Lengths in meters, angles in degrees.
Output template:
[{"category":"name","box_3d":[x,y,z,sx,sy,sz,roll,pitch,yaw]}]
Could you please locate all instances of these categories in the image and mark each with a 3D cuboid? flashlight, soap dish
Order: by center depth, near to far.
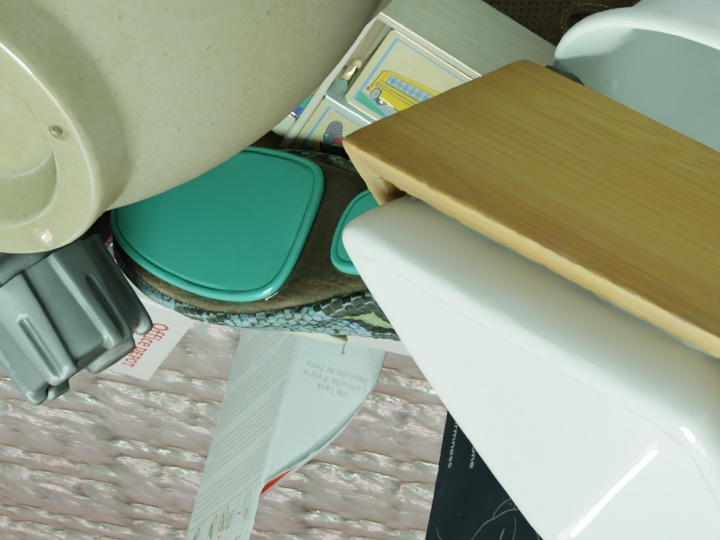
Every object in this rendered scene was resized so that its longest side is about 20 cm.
[{"category":"soap dish","box_3d":[0.095,0.037,0.762,0.157,0.081,0.200,30,162,40]},{"category":"flashlight","box_3d":[-0.148,-0.049,0.906,0.200,0.068,0.068,56,152,4]}]

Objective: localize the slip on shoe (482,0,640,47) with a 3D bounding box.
[{"category":"slip on shoe","box_3d":[0.060,-0.077,0.890,0.076,0.061,0.200,-16,148,42]}]

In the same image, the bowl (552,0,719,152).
[{"category":"bowl","box_3d":[0.158,-0.030,0.744,0.201,0.090,0.201,39,166,12]}]

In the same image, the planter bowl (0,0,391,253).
[{"category":"planter bowl","box_3d":[-0.097,-0.092,0.753,0.200,0.135,0.201,21,147,14]}]

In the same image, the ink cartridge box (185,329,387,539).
[{"category":"ink cartridge box","box_3d":[-0.035,0.087,1.225,0.050,0.201,0.162,15,162,-11]}]

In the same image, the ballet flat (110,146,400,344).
[{"category":"ballet flat","box_3d":[0.000,0.000,0.892,0.200,0.075,0.074,7,163,43]}]

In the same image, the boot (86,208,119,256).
[{"category":"boot","box_3d":[-0.163,-0.070,1.009,0.200,0.070,0.132,46,-177,0]}]

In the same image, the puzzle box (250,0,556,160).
[{"category":"puzzle box","box_3d":[0.038,-0.040,0.886,0.200,0.025,0.133,32,155,-4]}]

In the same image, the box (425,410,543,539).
[{"category":"box","box_3d":[0.122,0.120,1.223,0.124,0.201,0.197,17,161,-18]}]

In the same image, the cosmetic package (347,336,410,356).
[{"category":"cosmetic package","box_3d":[0.090,-0.009,1.003,0.199,0.108,0.085,13,170,2]}]

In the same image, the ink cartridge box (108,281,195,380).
[{"category":"ink cartridge box","box_3d":[-0.133,-0.009,1.215,0.199,0.068,0.116,16,160,-11]}]
